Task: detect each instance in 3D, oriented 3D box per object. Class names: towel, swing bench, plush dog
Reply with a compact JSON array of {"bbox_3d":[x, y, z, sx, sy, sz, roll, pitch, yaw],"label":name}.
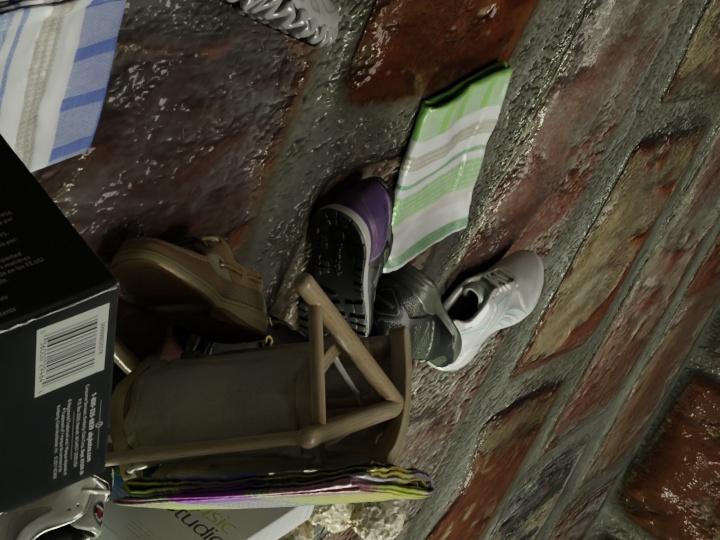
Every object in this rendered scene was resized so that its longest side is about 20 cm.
[{"bbox_3d":[0.084,-0.100,1.600,0.149,0.031,0.200,-35,151,-45],"label":"towel"},{"bbox_3d":[-0.057,0.155,1.163,0.144,0.200,0.023,21,64,-65],"label":"towel"},{"bbox_3d":[-0.086,0.094,1.214,0.200,0.199,0.130,33,52,-63],"label":"swing bench"},{"bbox_3d":[-0.217,-0.100,0.960,0.200,0.024,0.147,-30,148,-49],"label":"towel"},{"bbox_3d":[-0.078,0.233,1.593,0.160,0.200,0.172,49,62,-34],"label":"plush dog"}]

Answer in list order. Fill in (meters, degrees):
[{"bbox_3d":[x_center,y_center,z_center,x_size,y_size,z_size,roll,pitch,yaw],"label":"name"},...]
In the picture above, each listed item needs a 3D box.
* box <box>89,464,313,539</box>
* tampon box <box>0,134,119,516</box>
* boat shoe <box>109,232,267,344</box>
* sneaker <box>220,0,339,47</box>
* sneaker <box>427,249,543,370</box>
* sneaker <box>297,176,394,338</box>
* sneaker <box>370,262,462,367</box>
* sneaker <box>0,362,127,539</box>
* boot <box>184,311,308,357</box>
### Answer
[{"bbox_3d":[-0.147,0.193,1.374,0.200,0.144,0.036,-25,145,-54],"label":"box"},{"bbox_3d":[-0.228,0.013,0.821,0.126,0.200,0.150,-22,144,-30],"label":"tampon box"},{"bbox_3d":[-0.132,0.004,1.254,0.200,0.071,0.065,41,49,-64],"label":"boat shoe"},{"bbox_3d":[-0.058,-0.205,1.090,0.081,0.075,0.200,-66,159,3],"label":"sneaker"},{"bbox_3d":[0.150,0.033,1.886,0.200,0.070,0.080,-42,152,-31],"label":"sneaker"},{"bbox_3d":[0.000,0.000,1.512,0.088,0.076,0.200,-46,158,-39],"label":"sneaker"},{"bbox_3d":[0.043,0.074,1.709,0.114,0.076,0.199,-50,155,-9],"label":"sneaker"},{"bbox_3d":[-0.218,0.162,1.256,0.200,0.088,0.074,-53,157,-14],"label":"sneaker"},{"bbox_3d":[-0.057,0.093,1.411,0.073,0.151,0.200,-55,158,-2],"label":"boot"}]
